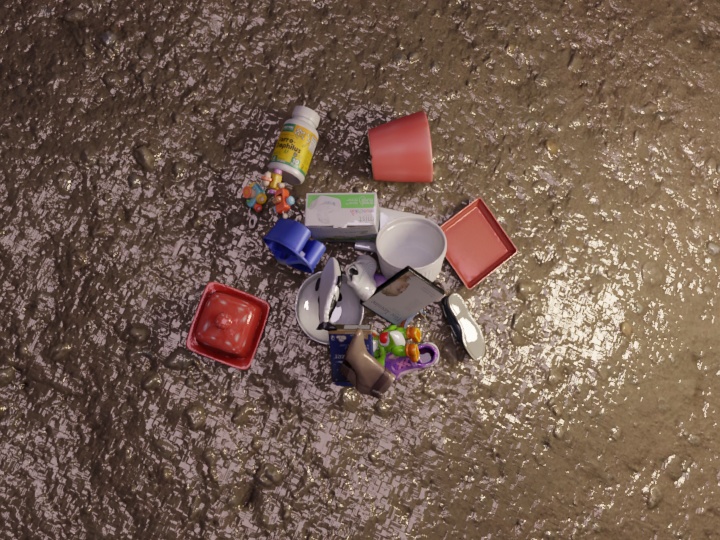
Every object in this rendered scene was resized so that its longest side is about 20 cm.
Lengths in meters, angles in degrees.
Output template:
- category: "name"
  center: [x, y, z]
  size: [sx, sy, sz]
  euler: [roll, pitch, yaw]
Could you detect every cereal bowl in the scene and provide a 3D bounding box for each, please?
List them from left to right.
- category: "cereal bowl"
  center: [-0.089, 0.108, 1.679]
  size: [0.193, 0.083, 0.207]
  euler: [1, 79, -6]

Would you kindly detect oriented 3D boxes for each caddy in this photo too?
- category: "caddy"
  center: [-0.188, -0.059, 1.644]
  size: [0.142, 0.198, 0.106]
  euler: [46, 74, -31]

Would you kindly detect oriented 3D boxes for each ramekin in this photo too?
- category: "ramekin"
  center: [0.139, -0.043, 1.648]
  size: [0.193, 0.107, 0.204]
  euler: [-2, 49, 2]

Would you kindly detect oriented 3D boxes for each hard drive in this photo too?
- category: "hard drive"
  center: [0.086, -0.112, 1.765]
  size: [0.193, 0.025, 0.136]
  euler: [10, 79, -4]

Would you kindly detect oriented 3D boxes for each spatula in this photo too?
- category: "spatula"
  center: [0.127, 0.051, 1.744]
  size: [0.193, 0.021, 0.058]
  euler: [8, 78, -5]

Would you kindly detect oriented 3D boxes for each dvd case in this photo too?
- category: "dvd case"
  center: [0.111, 0.072, 1.614]
  size: [0.141, 0.199, 0.018]
  euler: [31, 43, -27]

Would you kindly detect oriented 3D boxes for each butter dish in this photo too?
- category: "butter dish"
  center: [-0.362, 0.142, 1.612]
  size: [0.194, 0.148, 0.206]
  euler: [20, 78, -3]

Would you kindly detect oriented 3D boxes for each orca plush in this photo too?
- category: "orca plush"
  center: [-0.066, 0.070, 1.610]
  size: [0.070, 0.104, 0.205]
  euler: [25, 48, -38]

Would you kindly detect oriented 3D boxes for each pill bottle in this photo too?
- category: "pill bottle"
  center: [-0.186, -0.365, 1.736]
  size: [0.110, 0.113, 0.206]
  euler: [19, 79, -2]

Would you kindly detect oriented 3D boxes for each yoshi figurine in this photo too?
- category: "yoshi figurine"
  center: [0.070, 0.210, 1.658]
  size: [0.193, 0.112, 0.116]
  euler: [-1, 101, 18]

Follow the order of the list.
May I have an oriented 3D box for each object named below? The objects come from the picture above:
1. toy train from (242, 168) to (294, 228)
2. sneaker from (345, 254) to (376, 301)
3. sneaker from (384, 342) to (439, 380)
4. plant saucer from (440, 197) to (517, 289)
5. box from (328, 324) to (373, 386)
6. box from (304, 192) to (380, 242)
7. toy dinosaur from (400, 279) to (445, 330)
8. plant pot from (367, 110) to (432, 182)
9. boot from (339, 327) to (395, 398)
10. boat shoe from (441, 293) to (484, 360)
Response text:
- category: "toy train"
  center: [-0.268, -0.201, 1.665]
  size: [0.055, 0.196, 0.155]
  euler: [14, 65, -46]
- category: "sneaker"
  center: [0.000, 0.000, 1.656]
  size: [0.080, 0.202, 0.070]
  euler: [38, 111, -19]
- category: "sneaker"
  center: [0.135, 0.253, 1.676]
  size: [0.194, 0.089, 0.083]
  euler: [-19, 84, -8]
- category: "plant saucer"
  center: [0.336, -0.079, 1.781]
  size: [0.198, 0.037, 0.202]
  euler: [-35, 86, -10]
- category: "box"
  center: [-0.022, 0.241, 1.622]
  size: [0.117, 0.033, 0.206]
  euler: [0, 118, 6]
- category: "box"
  center: [-0.045, -0.143, 1.663]
  size: [0.193, 0.177, 0.100]
  euler: [1, 78, 7]
- category: "toy dinosaur"
  center: [0.162, 0.096, 1.718]
  size: [0.181, 0.105, 0.201]
  euler: [-45, 55, 9]
- category: "plant pot"
  center: [0.113, -0.347, 1.735]
  size: [0.171, 0.201, 0.207]
  euler: [-7, 81, 1]
- category: "boot"
  center: [0.026, 0.247, 1.549]
  size: [0.143, 0.203, 0.071]
  euler: [28, 48, 8]
- category: "boat shoe"
  center: [0.291, 0.164, 1.719]
  size: [0.074, 0.062, 0.204]
  euler: [-31, 93, -26]
